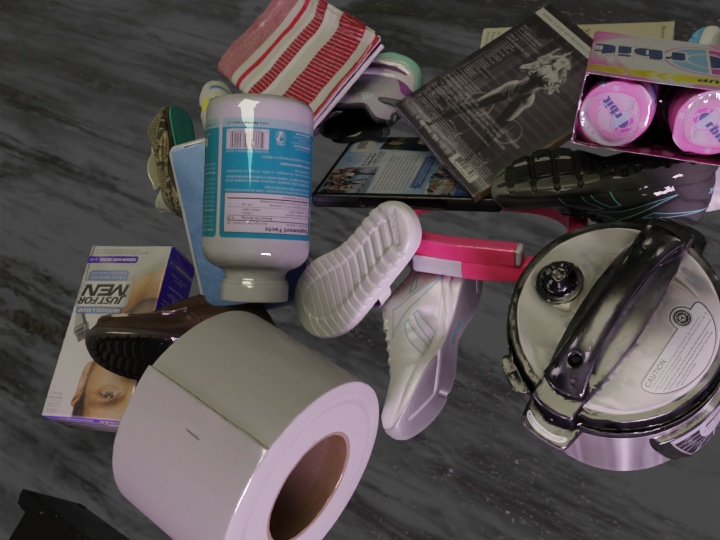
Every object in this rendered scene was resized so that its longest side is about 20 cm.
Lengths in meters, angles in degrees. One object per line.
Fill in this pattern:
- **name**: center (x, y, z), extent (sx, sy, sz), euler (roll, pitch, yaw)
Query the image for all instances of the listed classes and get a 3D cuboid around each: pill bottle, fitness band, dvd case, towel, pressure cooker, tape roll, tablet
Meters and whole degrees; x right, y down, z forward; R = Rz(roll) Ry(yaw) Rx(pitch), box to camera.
- **pill bottle**: center (-0.105, -0.070, 0.806), extent (0.110, 0.111, 0.202), euler (3, 92, 20)
- **fitness band**: center (0.122, -0.046, 0.783), extent (0.198, 0.038, 0.144), euler (8, 37, 23)
- **dvd case**: center (0.063, -0.105, 0.841), extent (0.198, 0.018, 0.143), euler (4, 35, 20)
- **towel**: center (-0.075, -0.246, 0.910), extent (0.144, 0.023, 0.200), euler (-49, 50, 4)
- **pressure cooker**: center (0.205, 0.062, 0.645), extent (0.177, 0.200, 0.178), euler (-11, 61, 13)
- **dvd case**: center (0.154, -0.172, 0.795), extent (0.199, 0.016, 0.149), euler (-34, 58, -3)
- **tape roll**: center (-0.095, 0.156, 0.702), extent (0.138, 0.203, 0.204), euler (28, 76, 27)
- **tablet**: center (-0.129, -0.053, 0.872), extent (0.129, 0.014, 0.202), euler (-13, 90, 8)

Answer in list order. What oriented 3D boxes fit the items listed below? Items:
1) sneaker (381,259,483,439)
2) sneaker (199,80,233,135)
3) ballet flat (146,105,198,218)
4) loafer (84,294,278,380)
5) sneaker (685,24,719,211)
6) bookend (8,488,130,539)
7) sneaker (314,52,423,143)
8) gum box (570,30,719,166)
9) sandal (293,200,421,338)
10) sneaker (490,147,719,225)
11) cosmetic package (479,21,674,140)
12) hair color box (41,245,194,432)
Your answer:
- **sneaker**: center (0.056, 0.069, 0.776), extent (0.080, 0.071, 0.202), euler (9, 60, 28)
- **sneaker**: center (-0.117, -0.151, 0.929), extent (0.104, 0.076, 0.202), euler (-26, 70, 16)
- **ballet flat**: center (-0.224, -0.115, 0.967), extent (0.075, 0.068, 0.201), euler (-40, 51, 22)
- **loafer**: center (-0.181, 0.066, 0.824), extent (0.198, 0.073, 0.071), euler (3, 44, -21)
- **sneaker**: center (0.351, -0.145, 0.765), extent (0.086, 0.075, 0.202), euler (0, 72, 33)
- **bookend**: center (-0.276, 0.345, 0.735), extent (0.197, 0.092, 0.201), euler (21, 74, 28)
- **sneaker**: center (-0.041, -0.201, 0.915), extent (0.198, 0.078, 0.140), euler (17, 57, 26)
- **gum box**: center (0.289, -0.143, 0.675), extent (0.198, 0.067, 0.114), euler (12, 35, 14)
- **sandal**: center (0.003, 0.007, 0.792), extent (0.202, 0.049, 0.083), euler (-40, 66, 43)
- **sneaker**: center (0.218, -0.066, 0.717), extent (0.198, 0.080, 0.076), euler (-4, 37, 12)
- **cosmetic package**: center (0.224, -0.198, 0.840), extent (0.198, 0.071, 0.106), euler (3, 65, 20)
- **hair color box**: center (-0.263, 0.074, 0.880), extent (0.108, 0.065, 0.202), euler (0, 67, 18)
